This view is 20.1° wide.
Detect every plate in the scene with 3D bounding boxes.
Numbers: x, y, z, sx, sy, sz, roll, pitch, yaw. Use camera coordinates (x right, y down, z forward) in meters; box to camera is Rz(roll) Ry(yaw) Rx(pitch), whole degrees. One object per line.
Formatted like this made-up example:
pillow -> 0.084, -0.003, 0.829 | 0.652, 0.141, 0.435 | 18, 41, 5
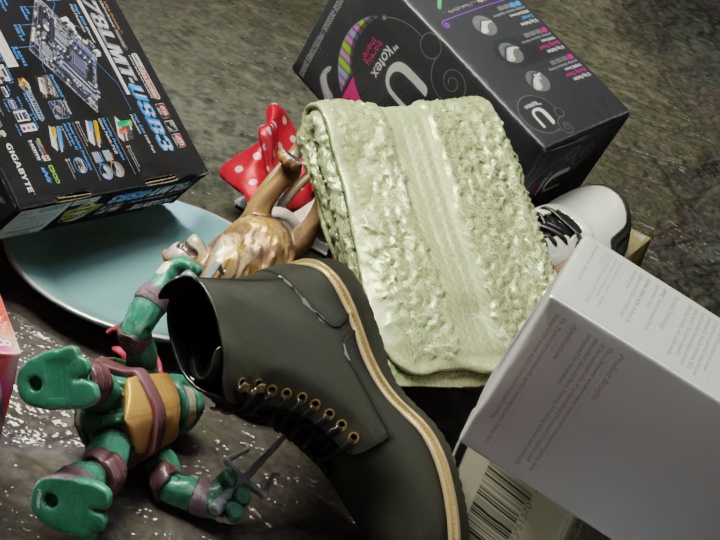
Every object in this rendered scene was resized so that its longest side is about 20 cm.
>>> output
plate -> -0.141, 0.003, 1.345 | 0.199, 0.026, 0.201 | 15, 26, -8

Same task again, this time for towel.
towel -> 0.049, -0.020, 1.240 | 0.147, 0.037, 0.201 | -4, 63, -26

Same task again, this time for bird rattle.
bird rattle -> 0.007, -0.067, 1.481 | 0.163, 0.113, 0.200 | 43, 30, 12

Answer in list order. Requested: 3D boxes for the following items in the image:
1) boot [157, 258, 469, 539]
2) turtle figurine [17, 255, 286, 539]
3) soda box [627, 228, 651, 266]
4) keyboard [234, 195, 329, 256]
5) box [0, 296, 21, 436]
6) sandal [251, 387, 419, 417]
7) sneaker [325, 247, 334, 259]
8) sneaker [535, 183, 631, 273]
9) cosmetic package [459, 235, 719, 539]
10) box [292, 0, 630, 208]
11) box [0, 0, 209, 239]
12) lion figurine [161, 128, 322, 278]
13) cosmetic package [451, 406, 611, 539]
boot -> -0.031, 0.089, 1.117 | 0.138, 0.077, 0.201 | -2, 57, -54
turtle figurine -> -0.117, 0.079, 1.135 | 0.151, 0.100, 0.200 | 67, 24, 3
soda box -> 0.137, 0.016, 1.452 | 0.067, 0.064, 0.200 | 27, 28, 19
keyboard -> 0.000, -0.013, 1.485 | 0.199, 0.011, 0.056 | 30, 23, 22
box -> -0.260, 0.032, 1.126 | 0.094, 0.103, 0.200 | 5, 28, -25
sandal -> -0.008, 0.050, 1.310 | 0.075, 0.048, 0.200 | 34, 30, 30
sneaker -> 0.000, 0.000, 1.277 | 0.076, 0.084, 0.201 | 12, 36, 5
sneaker -> 0.114, -0.006, 1.326 | 0.074, 0.080, 0.200 | 33, 50, 25
cosmetic package -> 0.167, 0.087, 1.069 | 0.199, 0.113, 0.081 | 33, 33, 2
box -> 0.068, -0.126, 1.423 | 0.106, 0.123, 0.200 | -24, 65, -44
box -> -0.215, -0.127, 1.343 | 0.198, 0.050, 0.201 | -16, 75, -58
lion figurine -> -0.061, -0.021, 1.326 | 0.072, 0.123, 0.200 | 37, 12, 5
cosmetic package -> 0.140, 0.119, 1.211 | 0.087, 0.104, 0.199 | 36, 30, 29
